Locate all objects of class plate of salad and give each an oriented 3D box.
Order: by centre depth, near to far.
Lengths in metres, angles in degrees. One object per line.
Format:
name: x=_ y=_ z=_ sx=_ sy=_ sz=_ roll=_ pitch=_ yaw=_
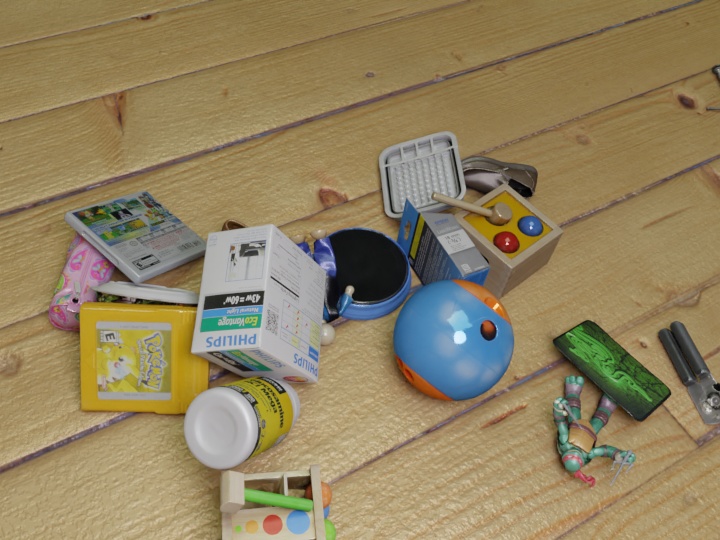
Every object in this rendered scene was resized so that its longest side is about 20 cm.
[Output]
plate of salad: x=-0.351 y=0.051 z=1.236 sx=0.199 sy=0.200 sz=0.048 roll=8 pitch=90 yaw=-2

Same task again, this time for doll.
doll: x=-0.080 y=0.035 z=1.314 sx=0.136 sy=0.048 sz=0.201 roll=-12 pitch=82 yaw=5

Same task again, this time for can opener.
can opener: x=0.615 y=0.188 z=1.340 sx=0.067 sy=0.053 sz=0.201 roll=18 pitch=44 yaw=-37

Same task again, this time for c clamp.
c clamp: x=0.961 y=-0.473 z=1.897 sx=0.170 sy=0.027 sz=0.201 roll=9 pitch=53 yaw=-1

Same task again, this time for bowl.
bowl: x=0.000 y=0.000 z=1.394 sx=0.199 sy=0.039 sz=0.202 roll=4 pitch=52 yaw=-5

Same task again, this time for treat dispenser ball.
treat dispenser ball: x=0.154 y=0.115 z=1.225 sx=0.199 sy=0.201 sz=0.202 roll=4 pitch=52 yaw=-5

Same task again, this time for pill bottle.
pill bottle: x=-0.166 y=0.219 z=1.101 sx=0.112 sy=0.200 sz=0.113 roll=0 pitch=90 yaw=18

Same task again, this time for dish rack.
dish rack: x=0.129 y=-0.189 z=1.526 sx=0.171 sy=0.044 sz=0.201 roll=-14 pitch=52 yaw=12

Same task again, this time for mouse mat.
mouse mat: x=0.448 y=0.172 z=1.310 sx=0.160 sy=0.008 sz=0.200 roll=-18 pitch=53 yaw=-46

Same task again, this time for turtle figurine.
turtle figurine: x=0.365 y=0.264 z=1.206 sx=0.149 sy=0.101 sz=0.200 roll=38 pitch=38 yaw=-2

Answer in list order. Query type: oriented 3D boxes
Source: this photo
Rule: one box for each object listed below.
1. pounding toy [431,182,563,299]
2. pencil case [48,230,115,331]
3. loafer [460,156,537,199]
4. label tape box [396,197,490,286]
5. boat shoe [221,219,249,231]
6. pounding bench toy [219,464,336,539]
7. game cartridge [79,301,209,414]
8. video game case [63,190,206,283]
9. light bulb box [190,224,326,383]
pounding toy: x=0.253 y=-0.079 z=1.424 sx=0.184 sy=0.143 sz=0.200 roll=-32 pitch=63 yaw=-28
pencil case: x=-0.481 y=0.009 z=1.290 sx=0.087 sy=0.088 sz=0.201 roll=6 pitch=51 yaw=-3
loafer: x=0.284 y=-0.191 z=1.557 sx=0.199 sy=0.073 sz=0.071 roll=1 pitch=53 yaw=-6
label tape box: x=0.149 y=-0.028 z=1.369 sx=0.063 sy=0.145 sz=0.201 roll=-19 pitch=58 yaw=-21
boat shoe: x=-0.183 y=-0.027 z=1.370 sx=0.199 sy=0.068 sz=0.072 roll=33 pitch=55 yaw=16
pounding bench toy: x=-0.112 y=0.338 z=1.018 sx=0.155 sy=0.201 sz=0.125 roll=-2 pitch=53 yaw=-8
game cartridge: x=-0.339 y=0.141 z=1.167 sx=0.199 sy=0.178 sz=0.032 roll=3 pitch=13 yaw=-5
video game case: x=-0.397 y=-0.066 z=1.332 sx=0.182 sy=0.022 sz=0.200 roll=39 pitch=30 yaw=11
light bulb box: x=-0.154 y=0.062 z=1.182 sx=0.124 sy=0.198 sz=0.201 roll=-6 pitch=65 yaw=23
